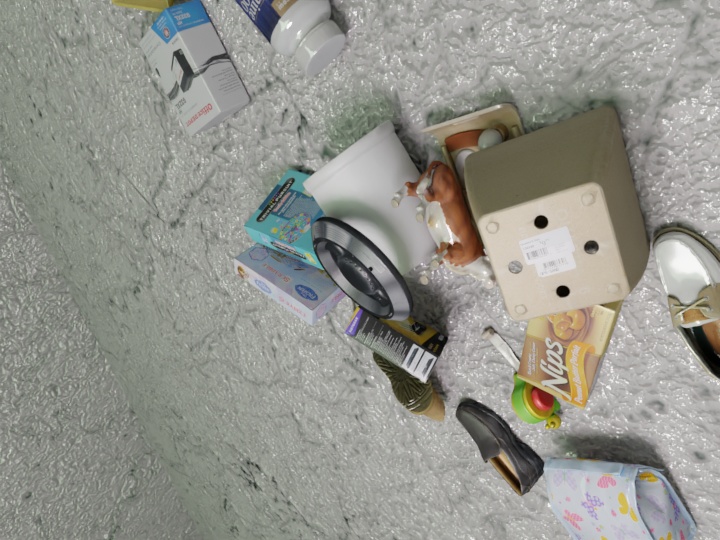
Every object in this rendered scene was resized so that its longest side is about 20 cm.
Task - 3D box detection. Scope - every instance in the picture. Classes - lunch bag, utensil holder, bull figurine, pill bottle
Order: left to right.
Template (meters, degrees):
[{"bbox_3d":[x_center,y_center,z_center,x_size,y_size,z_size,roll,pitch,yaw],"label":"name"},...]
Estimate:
[{"bbox_3d":[-0.115,-0.403,0.871,0.201,0.111,0.111,51,141,2],"label":"pill bottle"},{"bbox_3d":[0.031,-0.103,0.910,0.169,0.170,0.202,-26,102,50],"label":"utensil holder"},{"bbox_3d":[0.126,-0.053,0.826,0.065,0.120,0.203,-18,99,54],"label":"bull figurine"},{"bbox_3d":[0.415,0.378,0.927,0.201,0.128,0.168,51,144,-14],"label":"lunch bag"}]

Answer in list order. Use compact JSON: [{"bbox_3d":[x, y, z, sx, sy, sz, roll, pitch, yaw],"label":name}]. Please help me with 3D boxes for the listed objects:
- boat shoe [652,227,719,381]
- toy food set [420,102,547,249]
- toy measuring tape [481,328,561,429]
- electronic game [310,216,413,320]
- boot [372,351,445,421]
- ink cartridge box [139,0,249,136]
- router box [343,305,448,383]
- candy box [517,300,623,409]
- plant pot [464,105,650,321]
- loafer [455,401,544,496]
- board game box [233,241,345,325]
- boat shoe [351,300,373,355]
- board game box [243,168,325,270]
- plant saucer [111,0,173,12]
[{"bbox_3d":[0.422,0.043,0.708,0.074,0.068,0.202,-28,98,50],"label":"boat shoe"},{"bbox_3d":[0.178,-0.128,0.828,0.142,0.060,0.203,-5,114,46],"label":"toy food set"},{"bbox_3d":[0.267,0.194,0.975,0.201,0.073,0.074,49,141,3],"label":"toy measuring tape"},{"bbox_3d":[0.000,0.000,0.860,0.199,0.042,0.201,39,160,16],"label":"electronic game"},{"bbox_3d":[0.116,0.233,1.071,0.201,0.066,0.176,51,-178,-43],"label":"boot"},{"bbox_3d":[-0.323,-0.386,1.112,0.144,0.083,0.203,-13,109,48],"label":"ink cartridge box"},{"bbox_3d":[0.069,0.115,1.004,0.155,0.200,0.053,30,98,10],"label":"router box"},{"bbox_3d":[0.314,0.104,0.871,0.114,0.055,0.203,25,134,30],"label":"candy box"},{"bbox_3d":[0.234,-0.051,0.692,0.196,0.178,0.203,-15,110,26],"label":"plant pot"},{"bbox_3d":[0.256,0.335,1.091,0.199,0.072,0.073,40,141,17],"label":"loafer"},{"bbox_3d":[-0.100,-0.013,1.082,0.198,0.199,0.042,31,138,25],"label":"board game box"},{"bbox_3d":[0.020,0.110,1.162,0.056,0.067,0.203,-8,116,42],"label":"boat shoe"},{"bbox_3d":[-0.095,-0.097,1.049,0.197,0.152,0.047,21,155,33],"label":"board game box"},{"bbox_3d":[-0.424,-0.605,1.077,0.197,0.048,0.204,23,133,32],"label":"plant saucer"}]
